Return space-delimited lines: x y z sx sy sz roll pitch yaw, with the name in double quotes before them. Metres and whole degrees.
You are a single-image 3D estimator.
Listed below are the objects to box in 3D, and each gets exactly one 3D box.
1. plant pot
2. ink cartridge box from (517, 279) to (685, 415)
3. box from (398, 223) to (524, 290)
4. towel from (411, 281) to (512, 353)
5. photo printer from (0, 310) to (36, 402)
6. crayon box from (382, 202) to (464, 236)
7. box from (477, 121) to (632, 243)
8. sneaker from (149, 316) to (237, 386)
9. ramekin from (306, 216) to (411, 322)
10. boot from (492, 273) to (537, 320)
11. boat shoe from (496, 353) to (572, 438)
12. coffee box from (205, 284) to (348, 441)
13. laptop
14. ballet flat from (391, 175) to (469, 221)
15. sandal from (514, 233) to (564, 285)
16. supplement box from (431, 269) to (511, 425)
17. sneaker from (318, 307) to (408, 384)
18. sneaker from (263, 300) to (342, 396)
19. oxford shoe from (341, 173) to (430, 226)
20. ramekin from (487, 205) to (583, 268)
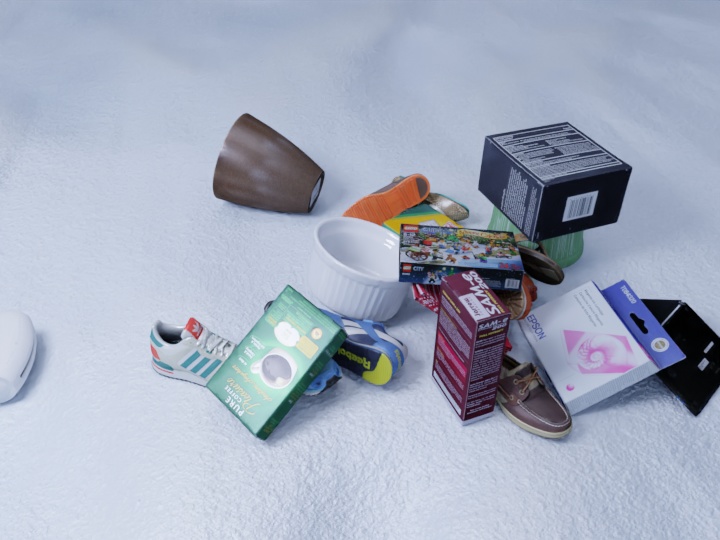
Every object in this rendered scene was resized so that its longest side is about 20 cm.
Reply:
"plant pot" -0.181 -0.202 1.519 0.196 0.190 0.188 23 40 4
"ink cartridge box" 0.376 0.106 1.157 0.197 0.044 0.198 -29 38 6
"box" 0.160 -0.024 1.184 0.194 0.039 0.138 4 30 1
"towel" 0.164 0.052 1.207 0.198 0.023 0.146 32 25 -18
"photo printer" -0.616 0.140 1.135 0.194 0.071 0.168 -6 38 -8
"crayon box" 0.146 -0.046 1.398 0.117 0.059 0.199 -26 45 -31
"box" 0.353 -0.169 1.340 0.195 0.126 0.199 -12 39 -19
"sneaker" -0.244 0.126 1.139 0.195 0.095 0.071 9 38 11
"ramekin" 0.000 0.000 1.265 0.196 0.099 0.202 16 28 -9
"boot" 0.271 0.036 1.247 0.105 0.076 0.201 21 18 -13
"boat shoe" 0.241 0.173 1.104 0.071 0.073 0.200 -22 43 -27
"coffee box" -0.125 0.136 1.082 0.122 0.044 0.201 34 80 25
"laptop" 0.494 0.136 1.210 0.176 0.104 0.201 -32 74 -35
"ballet flat" 0.136 -0.135 1.523 0.198 0.071 0.066 27 71 34
"sandal" 0.301 -0.036 1.322 0.055 0.082 0.199 -44 30 -6
"supplement box" 0.159 0.115 1.071 0.059 0.204 0.109 -13 39 -18
"sneaker" -0.008 0.115 1.180 0.198 0.076 0.082 28 35 31
"sneaker" -0.104 0.118 1.146 0.078 0.091 0.199 -33 46 -20
"oxford shoe" 0.052 -0.137 1.489 0.196 0.073 0.073 -24 14 6
"ramekin" 0.351 -0.099 1.435 0.194 0.100 0.202 0 37 0
